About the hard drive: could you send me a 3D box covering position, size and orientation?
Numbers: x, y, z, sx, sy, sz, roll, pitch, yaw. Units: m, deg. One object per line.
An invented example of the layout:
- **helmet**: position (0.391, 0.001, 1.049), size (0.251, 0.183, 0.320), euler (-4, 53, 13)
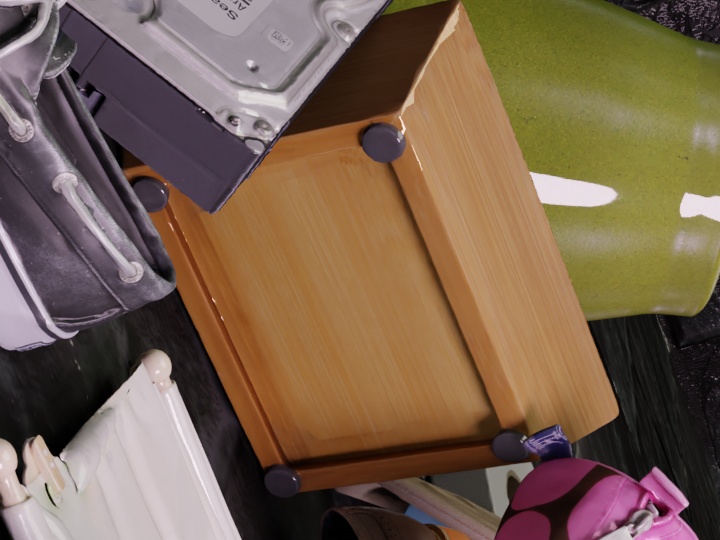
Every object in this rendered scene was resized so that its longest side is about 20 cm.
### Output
- **hard drive**: position (-0.060, -0.117, 0.767), size (0.140, 0.038, 0.200), euler (38, 36, -2)

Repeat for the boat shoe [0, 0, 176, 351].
- **boat shoe**: position (-0.114, -0.069, 0.647), size (0.074, 0.068, 0.200), euler (-78, 148, -68)

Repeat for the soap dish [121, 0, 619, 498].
- **soap dish**: position (0.000, 0.000, 0.889), size (0.200, 0.157, 0.081), euler (67, 30, -25)

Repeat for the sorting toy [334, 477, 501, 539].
- **sorting toy**: position (0.093, 0.153, 1.065), size (0.037, 0.200, 0.185), euler (-64, 161, -4)

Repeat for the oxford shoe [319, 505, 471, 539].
- **oxford shoe**: position (0.004, 0.189, 0.876), size (0.073, 0.071, 0.200), euler (25, 47, -29)

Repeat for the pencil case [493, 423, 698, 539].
- **pencil case**: position (0.054, 0.161, 0.812), size (0.091, 0.094, 0.200), euler (42, 59, -11)

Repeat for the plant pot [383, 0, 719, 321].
- **plant pot**: position (0.077, -0.054, 1.024), size (0.200, 0.193, 0.201), euler (9, 90, -90)

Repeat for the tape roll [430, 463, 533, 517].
- **tape roll**: position (0.090, 0.177, 1.305), size (0.203, 0.037, 0.203), euler (-17, 90, -78)

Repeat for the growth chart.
- **growth chart**: position (-0.069, 0.103, 0.730), size (0.200, 0.018, 0.145), euler (-43, 115, -77)
